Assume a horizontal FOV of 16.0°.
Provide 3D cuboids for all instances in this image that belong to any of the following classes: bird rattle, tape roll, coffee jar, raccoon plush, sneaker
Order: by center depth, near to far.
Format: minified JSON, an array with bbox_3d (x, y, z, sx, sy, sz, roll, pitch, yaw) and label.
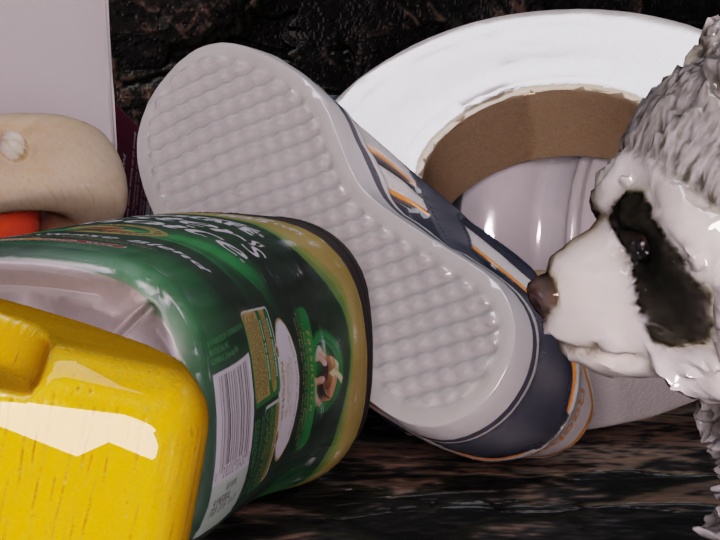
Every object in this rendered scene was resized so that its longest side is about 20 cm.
[{"bbox_3d":[0.131,0.016,0.494,0.199,0.135,0.097,-2,3,-19],"label":"raccoon plush"},{"bbox_3d":[-0.062,0.029,0.710,0.104,0.086,0.200,0,4,13],"label":"coffee jar"},{"bbox_3d":[-0.137,0.000,0.806,0.199,0.113,0.163,0,-20,-35],"label":"bird rattle"},{"bbox_3d":[0.000,0.000,0.862,0.200,0.078,0.079,46,9,38],"label":"sneaker"},{"bbox_3d":[0.073,-0.023,0.954,0.202,0.037,0.203,-6,43,5],"label":"tape roll"}]

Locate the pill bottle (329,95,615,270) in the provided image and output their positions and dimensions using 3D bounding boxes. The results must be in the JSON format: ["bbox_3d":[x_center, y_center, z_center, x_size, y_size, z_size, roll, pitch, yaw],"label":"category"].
[{"bbox_3d":[0.039,-0.015,1.072,0.199,0.120,0.119,2,5,26],"label":"pill bottle"}]

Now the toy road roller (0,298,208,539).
[{"bbox_3d":[-0.104,0.038,0.410,0.145,0.123,0.200,14,3,-8],"label":"toy road roller"}]

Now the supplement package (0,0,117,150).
[{"bbox_3d":[-0.205,-0.083,0.938,0.199,0.120,0.121,-2,-1,-39],"label":"supplement package"}]

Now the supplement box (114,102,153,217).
[{"bbox_3d":[-0.159,-0.032,1.155,0.110,0.086,0.200,0,-16,15],"label":"supplement box"}]
